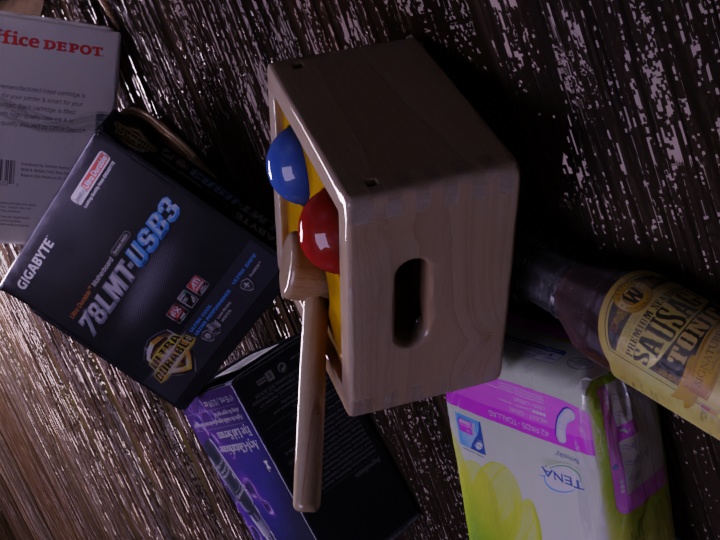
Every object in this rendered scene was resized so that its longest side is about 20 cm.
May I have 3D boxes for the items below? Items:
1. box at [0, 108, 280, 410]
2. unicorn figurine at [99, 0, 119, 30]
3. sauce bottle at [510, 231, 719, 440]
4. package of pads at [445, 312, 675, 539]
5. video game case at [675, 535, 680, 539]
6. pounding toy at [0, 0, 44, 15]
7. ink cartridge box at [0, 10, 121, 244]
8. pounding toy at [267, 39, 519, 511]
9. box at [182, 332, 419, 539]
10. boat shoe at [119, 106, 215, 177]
[{"bbox_3d":[-0.179,-0.003,1.012,0.198,0.050,0.200,35,121,-12],"label":"box"},{"bbox_3d":[-0.295,-0.304,1.028,0.074,0.136,0.202,164,91,-70],"label":"unicorn figurine"},{"bbox_3d":[0.163,0.037,0.664,0.199,0.066,0.067,30,140,39],"label":"sauce bottle"},{"bbox_3d":[0.132,0.135,0.784,0.154,0.068,0.202,15,122,53],"label":"package of pads"},{"bbox_3d":[0.228,0.283,0.836,0.201,0.018,0.143,59,150,2],"label":"video game case"},{"bbox_3d":[-0.394,-0.332,1.156,0.200,0.142,0.184,47,151,-1],"label":"pounding toy"},{"bbox_3d":[-0.303,-0.125,1.082,0.084,0.143,0.203,7,93,64],"label":"ink cartridge box"},{"bbox_3d":[0.000,0.000,0.724,0.185,0.140,0.202,-120,23,-48],"label":"pounding toy"},{"bbox_3d":[-0.060,0.171,1.095,0.202,0.104,0.148,61,150,-2],"label":"box"},{"bbox_3d":[-0.167,-0.074,1.069,0.200,0.073,0.070,43,153,28],"label":"boat shoe"}]
